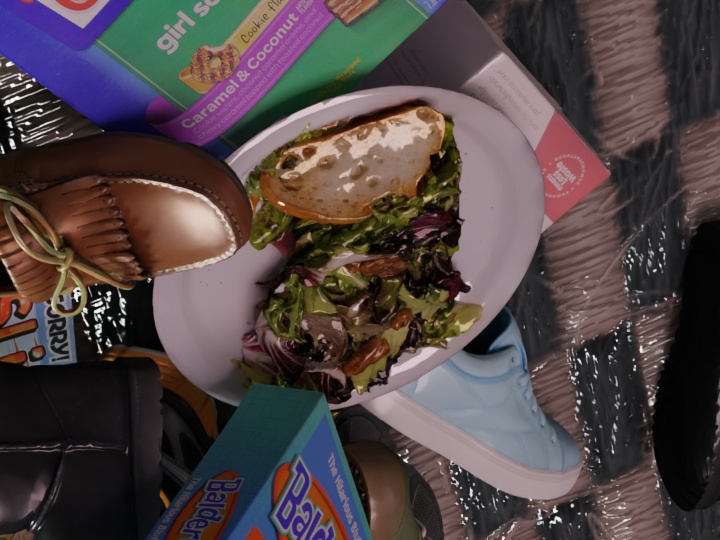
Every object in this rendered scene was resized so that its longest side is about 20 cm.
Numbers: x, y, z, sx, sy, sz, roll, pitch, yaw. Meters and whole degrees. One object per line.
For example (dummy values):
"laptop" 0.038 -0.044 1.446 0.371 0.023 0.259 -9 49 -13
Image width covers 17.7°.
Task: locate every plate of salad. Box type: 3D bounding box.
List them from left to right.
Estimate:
"plate of salad" 0.000 0.000 1.093 0.199 0.048 0.201 -15 135 -16

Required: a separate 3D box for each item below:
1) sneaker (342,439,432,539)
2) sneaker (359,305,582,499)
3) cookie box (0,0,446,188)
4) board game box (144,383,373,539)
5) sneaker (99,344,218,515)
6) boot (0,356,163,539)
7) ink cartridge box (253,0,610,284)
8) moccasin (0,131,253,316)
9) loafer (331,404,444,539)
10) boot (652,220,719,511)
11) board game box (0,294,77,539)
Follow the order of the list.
"sneaker" 0.017 0.159 1.238 0.090 0.067 0.201 -12 135 -26
"sneaker" 0.072 0.064 1.267 0.082 0.074 0.200 -50 137 12
"cookie box" -0.075 -0.145 1.011 0.171 0.075 0.200 -42 133 12
"board game box" -0.058 0.175 1.074 0.200 0.045 0.153 -56 140 -41
"sneaker" -0.098 0.125 1.204 0.078 0.077 0.200 1 141 29
"boot" -0.194 0.120 1.069 0.199 0.166 0.066 0 171 -18
"ink cartridge box" 0.011 -0.030 1.157 0.200 0.068 0.116 -40 134 8
"moccasin" -0.143 -0.017 1.017 0.200 0.078 0.074 1 130 18
"loafer" -0.005 0.127 1.298 0.072 0.063 0.200 -48 143 -22
"boot" 0.267 0.048 1.350 0.167 0.076 0.201 -6 123 -19
"board game box" -0.207 0.076 1.155 0.135 0.035 0.201 -15 132 -16
